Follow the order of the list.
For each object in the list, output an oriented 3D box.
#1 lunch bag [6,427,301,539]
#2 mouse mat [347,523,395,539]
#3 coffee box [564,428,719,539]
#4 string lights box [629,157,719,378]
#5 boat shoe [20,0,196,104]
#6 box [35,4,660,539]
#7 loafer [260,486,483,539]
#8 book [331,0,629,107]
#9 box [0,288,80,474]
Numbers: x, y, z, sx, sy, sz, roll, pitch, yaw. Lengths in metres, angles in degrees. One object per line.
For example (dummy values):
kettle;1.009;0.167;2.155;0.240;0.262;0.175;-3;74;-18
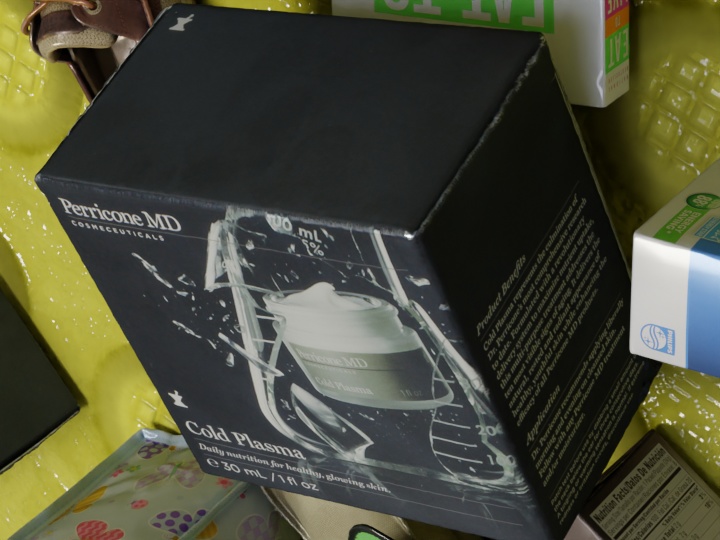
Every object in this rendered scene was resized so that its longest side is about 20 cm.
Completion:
lunch bag;-0.110;0.205;1.201;0.127;0.200;0.170;4;117;36
mouse mat;0.068;0.218;1.105;0.200;0.008;0.161;33;141;23
coffee box;0.158;0.189;1.069;0.200;0.080;0.113;45;135;6
string lights box;0.218;0.013;0.902;0.199;0.103;0.059;15;123;29
boat shoe;-0.124;-0.124;1.104;0.072;0.072;0.201;-13;107;41
box;0.000;0.000;1.000;0.199;0.124;0.197;9;139;34
loafer;0.020;0.149;1.159;0.200;0.068;0.076;40;133;11
book;0.050;-0.176;0.964;0.133;0.048;0.201;12;119;31
box;-0.301;0.057;1.313;0.196;0.124;0.200;-30;95;45
